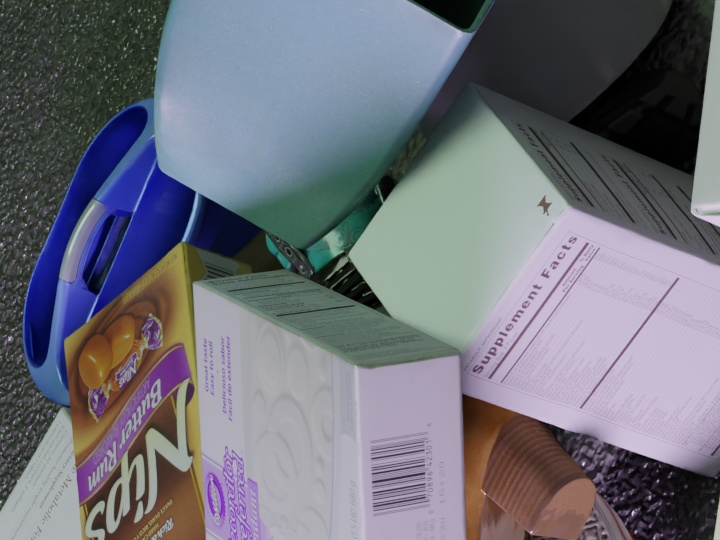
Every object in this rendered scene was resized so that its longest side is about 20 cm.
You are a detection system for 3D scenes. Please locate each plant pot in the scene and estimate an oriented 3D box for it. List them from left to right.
[{"bbox_3d":[-0.017,-0.119,1.487,0.141,0.141,0.200,-59,-3,-46],"label":"plant pot"}]

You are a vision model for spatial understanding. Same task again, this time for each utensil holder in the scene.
[{"bbox_3d":[0.047,-0.176,1.614,0.170,0.200,0.170,-39,14,12],"label":"utensil holder"}]

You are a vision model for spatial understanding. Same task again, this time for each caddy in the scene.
[{"bbox_3d":[-0.138,-0.006,1.870,0.141,0.105,0.201,29,97,51],"label":"caddy"}]

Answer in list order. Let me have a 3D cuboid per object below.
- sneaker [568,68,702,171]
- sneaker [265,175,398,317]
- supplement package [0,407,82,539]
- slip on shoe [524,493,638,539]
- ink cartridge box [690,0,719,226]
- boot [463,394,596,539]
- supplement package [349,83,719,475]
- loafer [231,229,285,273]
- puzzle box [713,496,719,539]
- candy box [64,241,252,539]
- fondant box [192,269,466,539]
[{"bbox_3d":[0.102,-0.053,1.640,0.200,0.075,0.080,-42,44,29],"label":"sneaker"},{"bbox_3d":[0.000,0.000,1.643,0.200,0.083,0.121,143,106,-86],"label":"sneaker"},{"bbox_3d":[-0.121,0.189,1.768,0.114,0.109,0.200,-59,41,14],"label":"supplement package"},{"bbox_3d":[0.132,0.169,1.511,0.074,0.061,0.200,-53,49,4],"label":"slip on shoe"},{"bbox_3d":[0.250,-0.068,1.376,0.085,0.199,0.148,-8,68,47],"label":"ink cartridge box"},{"bbox_3d":[0.028,0.143,1.525,0.144,0.071,0.202,41,105,43],"label":"boot"},{"bbox_3d":[0.116,0.006,1.488,0.114,0.199,0.110,-54,42,17],"label":"supplement package"},{"bbox_3d":[-0.056,0.019,1.794,0.073,0.071,0.201,34,101,50],"label":"loafer"},{"bbox_3d":[0.229,0.149,1.406,0.132,0.025,0.201,5,77,23],"label":"puzzle box"},{"bbox_3d":[-0.103,0.100,1.653,0.117,0.056,0.201,-38,48,37],"label":"candy box"},{"bbox_3d":[-0.017,0.090,1.460,0.200,0.058,0.145,-155,61,-63],"label":"fondant box"}]
